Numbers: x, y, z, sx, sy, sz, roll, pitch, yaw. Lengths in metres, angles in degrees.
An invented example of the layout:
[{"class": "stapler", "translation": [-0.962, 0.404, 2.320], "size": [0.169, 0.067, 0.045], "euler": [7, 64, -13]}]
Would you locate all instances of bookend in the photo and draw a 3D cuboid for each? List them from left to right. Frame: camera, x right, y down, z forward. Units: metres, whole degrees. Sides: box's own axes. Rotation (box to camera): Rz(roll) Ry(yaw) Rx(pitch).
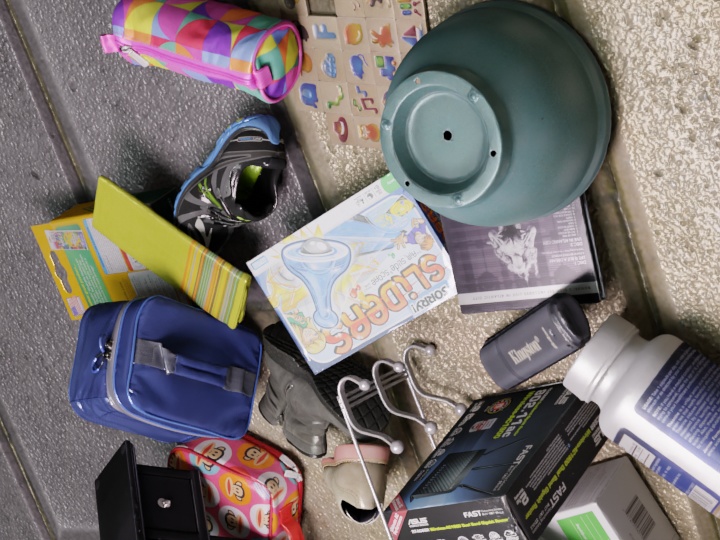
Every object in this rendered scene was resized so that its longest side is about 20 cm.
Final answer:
[{"class": "bookend", "translation": [-0.180, 0.308, 1.843], "size": [0.092, 0.199, 0.199], "euler": [-50, 39, 39]}]

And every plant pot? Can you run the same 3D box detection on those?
[{"class": "plant pot", "translation": [0.098, -0.126, 1.438], "size": [0.200, 0.134, 0.201], "euler": [11, 110, 30]}]

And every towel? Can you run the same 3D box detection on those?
[{"class": "towel", "translation": [-0.200, -0.021, 1.753], "size": [0.200, 0.018, 0.086], "euler": [35, 140, 12]}]

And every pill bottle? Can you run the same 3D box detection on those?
[{"class": "pill bottle", "translation": [0.286, 0.128, 1.493], "size": [0.200, 0.111, 0.111], "euler": [36, 132, 14]}]

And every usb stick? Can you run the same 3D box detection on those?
[{"class": "usb stick", "translation": [0.161, 0.068, 1.554], "size": [0.056, 0.033, 0.200], "euler": [63, 158, 7]}]

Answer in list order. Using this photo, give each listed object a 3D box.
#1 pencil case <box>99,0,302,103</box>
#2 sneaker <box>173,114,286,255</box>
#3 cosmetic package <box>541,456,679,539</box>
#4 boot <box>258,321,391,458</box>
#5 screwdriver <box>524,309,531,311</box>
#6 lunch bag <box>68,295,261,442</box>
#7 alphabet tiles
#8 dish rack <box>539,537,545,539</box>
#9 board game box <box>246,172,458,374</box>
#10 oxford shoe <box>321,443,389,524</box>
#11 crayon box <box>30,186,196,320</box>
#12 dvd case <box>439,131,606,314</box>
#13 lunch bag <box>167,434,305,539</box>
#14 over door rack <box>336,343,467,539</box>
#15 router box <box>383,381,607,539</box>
[{"class": "pencil case", "translation": [-0.153, -0.222, 1.625], "size": [0.199, 0.088, 0.089], "euler": [16, 125, 31]}, {"class": "sneaker", "translation": [-0.133, -0.073, 1.699], "size": [0.200, 0.071, 0.083], "euler": [-52, 48, 41]}, {"class": "cosmetic package", "translation": [0.202, 0.270, 1.661], "size": [0.200, 0.085, 0.108], "euler": [-27, 102, 43]}, {"class": "boot", "translation": [-0.038, 0.151, 1.770], "size": [0.200, 0.068, 0.131], "euler": [40, 140, 39]}, {"class": "screwdriver", "translation": [0.083, 0.023, 1.645], "size": [0.199, 0.028, 0.029], "euler": [16, 142, 22]}, {"class": "lunch bag", "translation": [-0.208, 0.104, 1.780], "size": [0.132, 0.200, 0.137], "euler": [-9, 69, 43]}, {"class": "alphabet tiles", "translation": [-0.003, -0.209, 1.576], "size": [0.167, 0.008, 0.201], "euler": [8, 121, 33]}, {"class": "dish rack", "translation": [0.180, 0.326, 1.627], "size": [0.199, 0.044, 0.172], "euler": [27, 134, 16]}, {"class": "board game box", "translation": [0.000, 0.000, 1.642], "size": [0.200, 0.034, 0.136], "euler": [-32, 92, 28]}, {"class": "oxford shoe", "translation": [-0.008, 0.232, 1.748], "size": [0.070, 0.074, 0.200], "euler": [2, 164, 0]}, {"class": "crayon box", "translation": [-0.266, -0.017, 1.860], "size": [0.199, 0.052, 0.126], "euler": [-7, 112, 39]}, {"class": "dvd case", "translation": [0.138, -0.062, 1.525], "size": [0.148, 0.016, 0.201], "euler": [-6, 102, 34]}, {"class": "lunch bag", "translation": [-0.137, 0.288, 1.928], "size": [0.176, 0.082, 0.201], "euler": [23, 127, 24]}, {"class": "over door rack", "translation": [0.053, 0.184, 1.651], "size": [0.066, 0.148, 0.201], "euler": [-7, 97, 33]}, {"class": "router box", "translation": [0.134, 0.189, 1.579], "size": [0.149, 0.200, 0.062], "euler": [-15, 111, 41]}]
